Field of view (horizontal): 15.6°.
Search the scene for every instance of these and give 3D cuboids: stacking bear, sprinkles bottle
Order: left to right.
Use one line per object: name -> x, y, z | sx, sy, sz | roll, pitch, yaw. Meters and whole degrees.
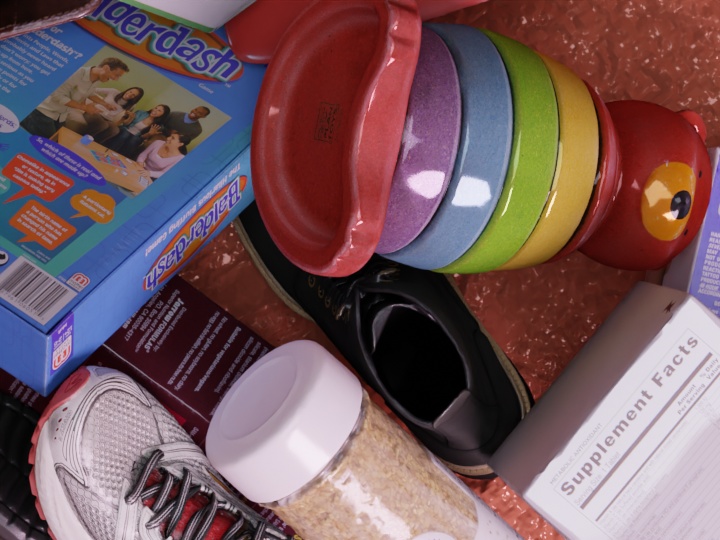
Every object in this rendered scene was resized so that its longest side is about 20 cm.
sprinkles bottle -> 0.023, 0.115, 1.129 | 0.068, 0.068, 0.200 | -47, 115, -2
stacking bear -> 0.064, -0.047, 1.131 | 0.199, 0.114, 0.122 | 10, 93, -29

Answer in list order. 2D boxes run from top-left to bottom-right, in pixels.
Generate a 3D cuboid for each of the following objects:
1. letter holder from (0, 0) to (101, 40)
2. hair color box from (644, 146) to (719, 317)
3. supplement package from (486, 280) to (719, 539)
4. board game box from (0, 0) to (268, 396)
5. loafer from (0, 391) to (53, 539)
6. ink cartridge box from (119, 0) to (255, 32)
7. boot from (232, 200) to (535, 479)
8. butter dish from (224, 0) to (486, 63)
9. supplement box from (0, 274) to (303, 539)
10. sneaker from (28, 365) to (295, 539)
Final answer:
letter holder -> -0.198, -0.202, 1.154 | 0.142, 0.101, 0.201 | -14, 61, -4
hair color box -> 0.162, 0.046, 1.227 | 0.065, 0.109, 0.201 | 14, 90, -4
supplement package -> 0.168, 0.110, 1.119 | 0.200, 0.110, 0.114 | 41, 88, -6
board game box -> -0.133, -0.054, 1.159 | 0.152, 0.045, 0.200 | 32, 53, 18
loafer -> -0.145, 0.130, 1.194 | 0.200, 0.073, 0.071 | 42, 123, -12
ink cartridge box -> -0.111, -0.219, 1.127 | 0.083, 0.146, 0.200 | -35, 60, 28
boot -> 0.000, 0.000, 1.178 | 0.077, 0.138, 0.200 | -46, 73, 1
butter dish -> 0.041, -0.194, 1.198 | 0.199, 0.148, 0.201 | -14, 73, 27
supplement box -> -0.090, 0.064, 1.206 | 0.200, 0.109, 0.061 | 37, 50, -4
sneaker -> -0.065, 0.116, 1.131 | 0.200, 0.082, 0.078 | 53, 55, -27
